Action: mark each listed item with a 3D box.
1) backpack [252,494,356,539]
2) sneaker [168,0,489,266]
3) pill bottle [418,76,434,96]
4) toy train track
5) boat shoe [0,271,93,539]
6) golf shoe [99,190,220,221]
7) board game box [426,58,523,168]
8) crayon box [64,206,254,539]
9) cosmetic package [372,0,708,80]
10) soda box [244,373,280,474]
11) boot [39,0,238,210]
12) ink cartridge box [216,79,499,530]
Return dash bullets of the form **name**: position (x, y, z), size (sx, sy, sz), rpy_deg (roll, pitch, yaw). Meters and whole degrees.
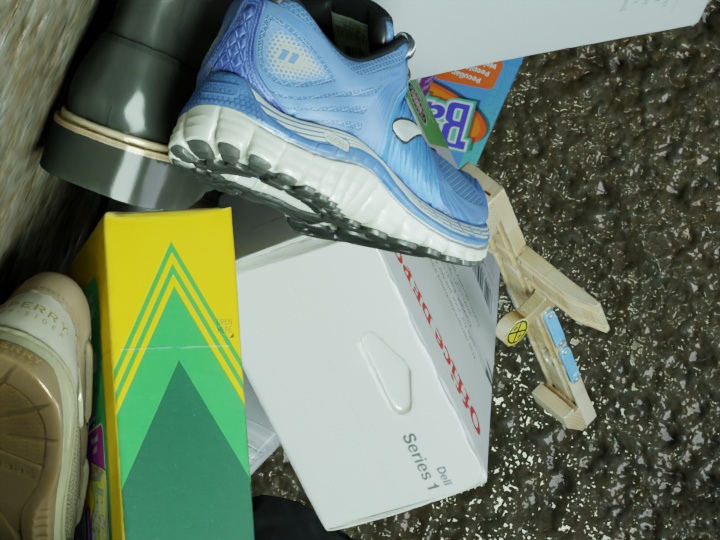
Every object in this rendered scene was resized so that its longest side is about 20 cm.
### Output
- **backpack**: position (-0.091, 0.221, 1.499), size (0.166, 0.127, 0.201), rpy_deg (-20, 147, -47)
- **sneaker**: position (0.002, -0.057, 1.093), size (0.200, 0.078, 0.090), rpy_deg (29, 74, -62)
- **pill bottle**: position (0.002, -0.156, 1.609), size (0.112, 0.112, 0.201), rpy_deg (-63, 178, -61)
- **toy train track**: position (0.069, 0.022, 1.278), size (0.033, 0.115, 0.200), rpy_deg (-43, 146, -11)
- **boat shoe**: position (-0.139, 0.086, 1.141), size (0.065, 0.071, 0.201), rpy_deg (-63, 176, -46)
- **golf shoe**: position (-0.096, 0.003, 1.370), size (0.200, 0.072, 0.092), rpy_deg (110, 6, -76)
- **board game box**: position (0.028, -0.157, 1.697), size (0.045, 0.151, 0.201), rpy_deg (-79, -170, -58)
- **crayon box**: position (-0.089, 0.078, 1.178), size (0.200, 0.058, 0.174), rpy_deg (143, -55, -73)
- **cosmetic package**: position (0.064, -0.191, 1.145), size (0.123, 0.199, 0.200), rpy_deg (63, -30, 29)
- **soda box**: position (-0.118, 0.118, 1.378), size (0.200, 0.068, 0.063), rpy_deg (-46, 174, -13)
- **boot**: position (-0.058, -0.104, 1.125), size (0.200, 0.077, 0.139), rpy_deg (-65, 174, -80)
- **ink cartridge box**: position (0.000, 0.000, 1.296), size (0.200, 0.084, 0.147), rpy_deg (-80, 148, -60)
